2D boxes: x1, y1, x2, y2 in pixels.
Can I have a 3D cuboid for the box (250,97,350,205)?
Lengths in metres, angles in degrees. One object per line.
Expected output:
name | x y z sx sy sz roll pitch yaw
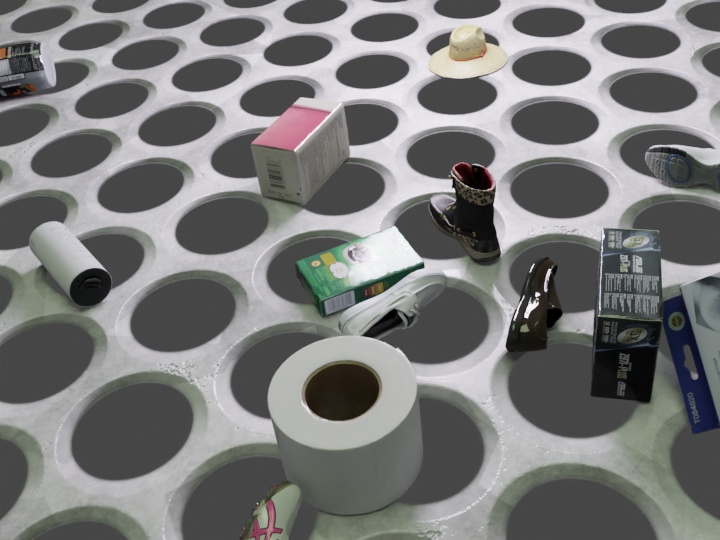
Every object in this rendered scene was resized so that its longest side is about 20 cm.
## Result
box | -0.118 -0.246 1.721 0.108 0.128 0.200 13 43 25

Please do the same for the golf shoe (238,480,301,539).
golf shoe | -0.113 0.358 1.043 0.092 0.073 0.200 18 55 17

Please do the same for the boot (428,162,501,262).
boot | 0.182 -0.123 1.504 0.073 0.151 0.200 -19 41 -14

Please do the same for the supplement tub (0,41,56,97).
supplement tub | -0.900 -0.514 2.180 0.199 0.123 0.123 -11 39 -4

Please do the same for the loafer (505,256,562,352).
loafer | 0.285 0.060 1.341 0.071 0.073 0.200 17 50 14

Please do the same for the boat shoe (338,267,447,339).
boat shoe | 0.064 0.067 1.369 0.199 0.074 0.065 -30 48 -10

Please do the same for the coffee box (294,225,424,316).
coffee box | 0.000 0.000 1.471 0.199 0.044 0.123 -21 42 -15

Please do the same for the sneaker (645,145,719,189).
sneaker | 0.640 -0.198 1.597 0.199 0.075 0.087 17 33 17

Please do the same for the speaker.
speaker | -0.531 -0.014 1.548 0.081 0.082 0.200 -31 45 -25

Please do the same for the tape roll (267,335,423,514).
tape roll | -0.017 0.207 1.149 0.201 0.140 0.203 -4 39 3

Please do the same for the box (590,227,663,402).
box | 0.388 0.062 1.238 0.086 0.164 0.200 4 40 15

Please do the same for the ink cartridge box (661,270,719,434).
ink cartridge box | 0.495 0.098 1.119 0.040 0.200 0.201 12 60 -40

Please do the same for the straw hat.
straw hat | 0.260 -0.549 2.058 0.200 0.085 0.202 -5 39 4
